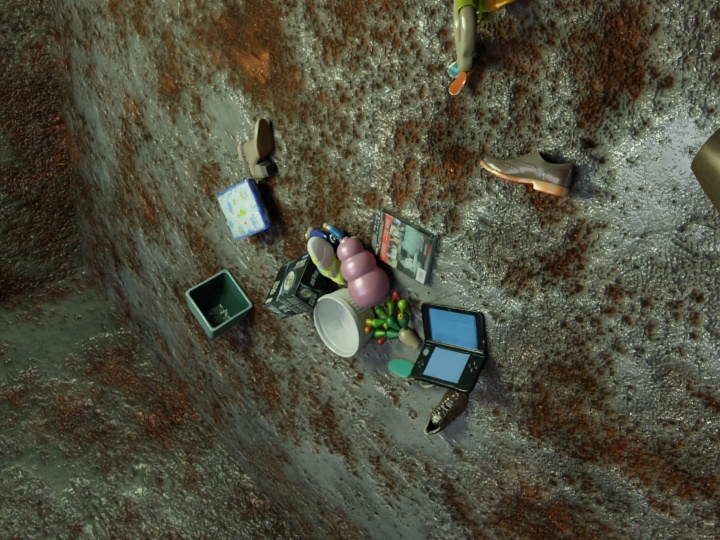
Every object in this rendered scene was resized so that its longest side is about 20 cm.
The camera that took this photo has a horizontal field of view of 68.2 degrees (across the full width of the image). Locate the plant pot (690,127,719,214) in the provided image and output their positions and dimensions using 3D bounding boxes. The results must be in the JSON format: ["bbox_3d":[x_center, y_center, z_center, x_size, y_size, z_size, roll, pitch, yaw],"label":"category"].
[{"bbox_3d":[0.605,-0.128,0.786,0.201,0.183,0.190,53,141,32],"label":"plant pot"}]

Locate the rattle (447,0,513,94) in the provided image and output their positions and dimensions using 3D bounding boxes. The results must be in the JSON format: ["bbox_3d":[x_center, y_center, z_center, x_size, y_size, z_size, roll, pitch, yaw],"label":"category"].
[{"bbox_3d":[0.246,-0.467,1.069,0.131,0.139,0.204,-116,11,-49],"label":"rattle"}]

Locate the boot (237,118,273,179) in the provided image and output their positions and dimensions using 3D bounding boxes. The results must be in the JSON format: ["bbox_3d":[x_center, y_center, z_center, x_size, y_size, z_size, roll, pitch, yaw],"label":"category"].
[{"bbox_3d":[-0.341,-0.388,1.696,0.144,0.069,0.206,22,126,39],"label":"boot"}]

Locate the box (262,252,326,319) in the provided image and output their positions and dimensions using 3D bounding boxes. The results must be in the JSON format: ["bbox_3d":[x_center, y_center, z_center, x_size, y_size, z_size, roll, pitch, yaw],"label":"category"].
[{"bbox_3d":[-0.206,0.051,1.708,0.085,0.167,0.198,36,148,-26],"label":"box"}]

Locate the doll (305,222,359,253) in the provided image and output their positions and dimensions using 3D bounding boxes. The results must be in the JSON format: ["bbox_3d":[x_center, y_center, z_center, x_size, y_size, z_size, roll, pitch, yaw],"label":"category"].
[{"bbox_3d":[-0.081,-0.089,1.595,0.196,0.049,0.139,12,138,40],"label":"doll"}]

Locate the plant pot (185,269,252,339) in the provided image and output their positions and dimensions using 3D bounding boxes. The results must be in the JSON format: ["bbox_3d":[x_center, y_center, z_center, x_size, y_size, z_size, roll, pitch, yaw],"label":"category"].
[{"bbox_3d":[-0.577,0.161,2.159,0.197,0.194,0.201,49,147,13],"label":"plant pot"}]

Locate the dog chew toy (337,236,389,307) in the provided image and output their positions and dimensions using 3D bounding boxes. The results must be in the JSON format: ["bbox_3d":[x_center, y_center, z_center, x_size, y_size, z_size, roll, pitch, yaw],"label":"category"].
[{"bbox_3d":[0.000,0.000,1.500,0.123,0.124,0.204,-20,101,49],"label":"dog chew toy"}]

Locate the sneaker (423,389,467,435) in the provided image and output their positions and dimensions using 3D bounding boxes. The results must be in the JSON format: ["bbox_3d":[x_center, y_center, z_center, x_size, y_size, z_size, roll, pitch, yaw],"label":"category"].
[{"bbox_3d":[0.241,0.408,1.514,0.070,0.075,0.203,40,135,22],"label":"sneaker"}]

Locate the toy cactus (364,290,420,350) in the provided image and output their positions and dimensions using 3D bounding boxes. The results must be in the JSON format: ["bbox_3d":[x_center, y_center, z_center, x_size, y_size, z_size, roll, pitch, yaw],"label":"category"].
[{"bbox_3d":[0.103,0.163,1.525,0.164,0.102,0.201,42,128,7],"label":"toy cactus"}]

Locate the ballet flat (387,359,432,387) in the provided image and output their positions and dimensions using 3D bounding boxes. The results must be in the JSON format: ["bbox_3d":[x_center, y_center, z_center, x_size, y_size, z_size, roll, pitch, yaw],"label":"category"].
[{"bbox_3d":[0.164,0.309,1.555,0.197,0.068,0.076,-4,125,45],"label":"ballet flat"}]

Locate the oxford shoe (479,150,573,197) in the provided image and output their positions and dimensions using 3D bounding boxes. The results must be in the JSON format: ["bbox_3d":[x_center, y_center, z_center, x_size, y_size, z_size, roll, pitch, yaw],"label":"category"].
[{"bbox_3d":[0.341,-0.212,1.093,0.197,0.071,0.075,25,108,30],"label":"oxford shoe"}]

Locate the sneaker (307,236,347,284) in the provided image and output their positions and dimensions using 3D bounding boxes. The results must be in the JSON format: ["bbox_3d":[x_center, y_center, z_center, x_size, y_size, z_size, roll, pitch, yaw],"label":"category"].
[{"bbox_3d":[-0.115,-0.027,1.598,0.103,0.077,0.201,10,149,46],"label":"sneaker"}]

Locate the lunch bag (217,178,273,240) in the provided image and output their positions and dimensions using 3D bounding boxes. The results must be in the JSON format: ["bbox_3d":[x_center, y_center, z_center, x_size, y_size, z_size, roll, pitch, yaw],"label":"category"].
[{"bbox_3d":[-0.377,-0.208,1.784,0.198,0.126,0.174,-7,109,59],"label":"lunch bag"}]

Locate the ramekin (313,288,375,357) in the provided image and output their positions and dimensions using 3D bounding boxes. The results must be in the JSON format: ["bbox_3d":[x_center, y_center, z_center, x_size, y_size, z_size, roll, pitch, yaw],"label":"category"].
[{"bbox_3d":[-0.043,0.153,1.650,0.197,0.104,0.205,25,128,36],"label":"ramekin"}]

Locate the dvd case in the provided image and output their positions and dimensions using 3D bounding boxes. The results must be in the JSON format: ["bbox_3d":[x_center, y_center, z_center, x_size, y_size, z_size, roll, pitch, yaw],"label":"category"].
[{"bbox_3d":[0.111,-0.067,1.433,0.198,0.022,0.149,32,131,32],"label":"dvd case"}]

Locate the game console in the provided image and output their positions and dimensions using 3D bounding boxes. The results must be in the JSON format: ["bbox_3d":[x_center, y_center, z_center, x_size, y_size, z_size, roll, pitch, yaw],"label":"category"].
[{"bbox_3d":[0.222,0.200,1.397,0.197,0.178,0.117,6,145,44],"label":"game console"}]
